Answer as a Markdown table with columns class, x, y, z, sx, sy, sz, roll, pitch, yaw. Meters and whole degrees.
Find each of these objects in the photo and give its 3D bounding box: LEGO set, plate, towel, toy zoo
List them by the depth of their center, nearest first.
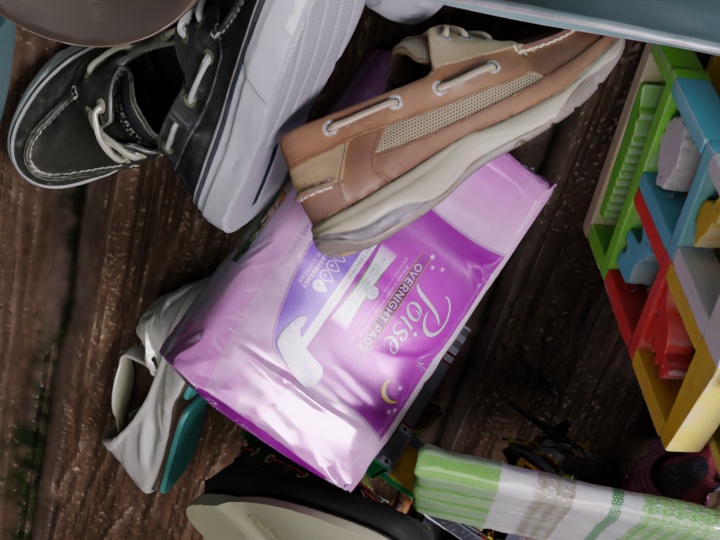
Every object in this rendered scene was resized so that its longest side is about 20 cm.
| class | x | y | z | sx | sy | sz | roll | pitch | yaw |
| --- | --- | --- | --- | --- | --- | --- | --- | --- | --- |
| plate | 0.102 | -0.108 | 0.626 | 0.198 | 0.200 | 0.026 | 11 | 100 | 2 |
| toy zoo | 0.155 | -0.008 | 0.736 | 0.020 | 0.201 | 0.132 | 3 | 130 | -12 |
| towel | 0.124 | 0.118 | 0.760 | 0.198 | 0.031 | 0.149 | 12 | 164 | 4 |
| LEGO set | 0.038 | 0.089 | 0.909 | 0.199 | 0.116 | 0.154 | 33 | 157 | 2 |

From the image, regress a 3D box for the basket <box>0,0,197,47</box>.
| class | x | y | z | sx | sy | sz | roll | pitch | yaw |
| --- | --- | --- | --- | --- | --- | --- | --- | --- | --- |
| basket | -0.094 | -0.192 | 0.638 | 0.179 | 0.201 | 0.136 | 29 | 126 | -12 |

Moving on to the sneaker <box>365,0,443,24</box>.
| class | x | y | z | sx | sy | sz | roll | pitch | yaw |
| --- | --- | --- | --- | --- | --- | --- | --- | --- | --- |
| sneaker | 0.065 | -0.168 | 0.707 | 0.198 | 0.076 | 0.115 | -2 | 167 | -23 |

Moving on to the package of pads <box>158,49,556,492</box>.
| class | x | y | z | sx | sy | sz | roll | pitch | yaw |
| --- | --- | --- | --- | --- | --- | --- | --- | --- | --- |
| package of pads | 0.000 | 0.000 | 0.789 | 0.120 | 0.076 | 0.201 | 36 | 84 | -14 |

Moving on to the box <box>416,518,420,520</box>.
| class | x | y | z | sx | sy | sz | roll | pitch | yaw |
| --- | --- | --- | --- | --- | --- | --- | --- | --- | --- |
| box | 0.056 | 0.248 | 1.046 | 0.198 | 0.049 | 0.162 | 18 | 125 | -4 |

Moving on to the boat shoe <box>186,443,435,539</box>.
| class | x | y | z | sx | sy | sz | roll | pitch | yaw |
| --- | --- | --- | --- | --- | --- | --- | --- | --- | --- |
| boat shoe | -0.024 | 0.133 | 0.845 | 0.074 | 0.063 | 0.201 | 54 | 153 | -21 |

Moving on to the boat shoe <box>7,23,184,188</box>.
| class | x | y | z | sx | sy | sz | roll | pitch | yaw |
| --- | --- | --- | --- | --- | --- | --- | --- | --- | --- |
| boat shoe | -0.118 | -0.093 | 0.804 | 0.199 | 0.064 | 0.071 | -30 | 117 | 28 |

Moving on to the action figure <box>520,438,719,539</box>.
| class | x | y | z | sx | sy | sz | roll | pitch | yaw |
| --- | --- | --- | --- | --- | --- | --- | --- | --- | --- |
| action figure | 0.164 | 0.145 | 0.901 | 0.148 | 0.135 | 0.201 | 18 | 138 | -3 |

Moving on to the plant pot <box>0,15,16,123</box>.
| class | x | y | z | sx | sy | sz | roll | pitch | yaw |
| --- | --- | --- | --- | --- | --- | --- | --- | --- | --- |
| plant pot | -0.270 | -0.067 | 0.811 | 0.141 | 0.142 | 0.201 | 27 | 120 | -12 |

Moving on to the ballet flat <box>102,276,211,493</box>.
| class | x | y | z | sx | sy | sz | roll | pitch | yaw |
| --- | --- | --- | --- | --- | --- | --- | --- | --- | --- |
| ballet flat | -0.114 | 0.057 | 0.926 | 0.069 | 0.070 | 0.201 | 22 | 129 | -7 |

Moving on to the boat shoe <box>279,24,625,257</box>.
| class | x | y | z | sx | sy | sz | roll | pitch | yaw |
| --- | --- | --- | --- | --- | --- | --- | --- | --- | --- |
| boat shoe | 0.046 | -0.083 | 0.721 | 0.072 | 0.199 | 0.076 | 57 | 151 | -5 |

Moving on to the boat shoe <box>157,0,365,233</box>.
| class | x | y | z | sx | sy | sz | roll | pitch | yaw |
| --- | --- | --- | --- | --- | --- | --- | --- | --- | --- |
| boat shoe | -0.055 | -0.095 | 0.691 | 0.071 | 0.072 | 0.200 | 39 | 139 | 8 |

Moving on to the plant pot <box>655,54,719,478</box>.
| class | x | y | z | sx | sy | sz | roll | pitch | yaw |
| --- | --- | --- | --- | --- | --- | --- | --- | --- | --- |
| plant pot | 0.264 | -0.023 | 0.722 | 0.175 | 0.201 | 0.201 | 6 | 129 | -11 |
